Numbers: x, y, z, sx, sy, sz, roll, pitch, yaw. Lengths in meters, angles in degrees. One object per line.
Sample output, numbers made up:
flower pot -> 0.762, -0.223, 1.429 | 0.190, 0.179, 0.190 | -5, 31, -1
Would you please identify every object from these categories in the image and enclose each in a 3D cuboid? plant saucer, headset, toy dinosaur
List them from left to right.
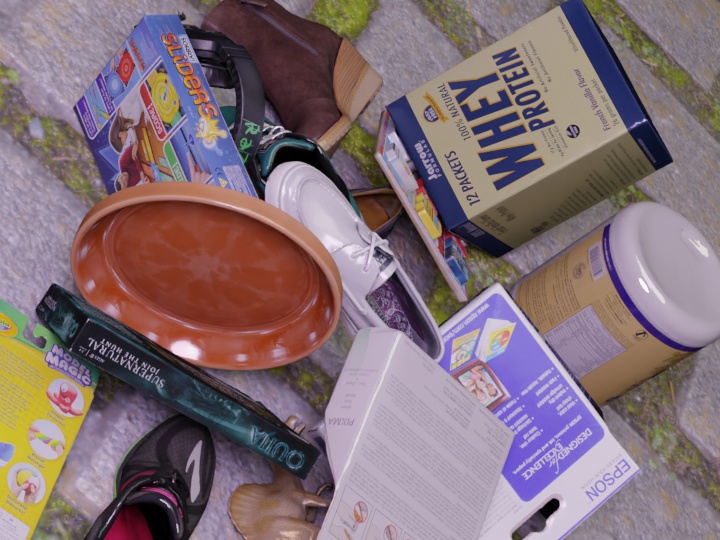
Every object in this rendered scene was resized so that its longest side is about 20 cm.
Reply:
headset -> -0.133, -0.150, 1.325 | 0.094, 0.124, 0.200 | 2, 38, -42
plant saucer -> -0.111, 0.003, 1.160 | 0.200, 0.200, 0.032 | 32, 47, -24
toy dinosaur -> -0.056, 0.201, 1.198 | 0.101, 0.058, 0.200 | 26, 36, -9

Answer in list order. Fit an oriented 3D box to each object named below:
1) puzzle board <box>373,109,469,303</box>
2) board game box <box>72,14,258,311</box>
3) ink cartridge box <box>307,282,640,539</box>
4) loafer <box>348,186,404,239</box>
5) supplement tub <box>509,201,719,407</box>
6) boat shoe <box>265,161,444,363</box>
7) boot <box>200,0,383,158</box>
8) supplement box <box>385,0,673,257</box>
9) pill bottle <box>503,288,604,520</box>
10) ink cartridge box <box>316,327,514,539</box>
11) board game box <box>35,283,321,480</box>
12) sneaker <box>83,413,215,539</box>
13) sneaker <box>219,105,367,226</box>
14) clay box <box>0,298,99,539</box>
puzzle board -> 0.059, -0.064, 1.434 | 0.151, 0.017, 0.200 | 60, 10, -13
board game box -> -0.149, -0.078, 1.235 | 0.034, 0.135, 0.200 | -11, 70, -41
ink cartridge box -> 0.095, 0.148, 1.300 | 0.198, 0.043, 0.200 | -38, 90, -14
loafer -> -0.036, -0.036, 1.367 | 0.200, 0.072, 0.073 | -28, 84, -50
supplement tub -> 0.224, 0.042, 1.465 | 0.145, 0.200, 0.145 | 25, 47, -29
boat shoe -> 0.000, 0.000, 1.213 | 0.072, 0.068, 0.200 | -44, 118, -34
boot -> -0.080, -0.171, 1.448 | 0.166, 0.072, 0.200 | 35, 42, -3
supplement box -> 0.163, -0.127, 1.483 | 0.134, 0.200, 0.200 | 64, 13, 14
pill bottle -> 0.142, 0.123, 1.393 | 0.200, 0.112, 0.112 | 51, 39, -1
ink cartridge box -> 0.027, 0.167, 1.180 | 0.161, 0.050, 0.200 | 43, 60, -36
board game box -> -0.134, 0.080, 1.151 | 0.200, 0.135, 0.028 | 33, 87, -23
sneaker -> -0.141, 0.171, 1.095 | 0.077, 0.084, 0.200 | 43, 38, -14
sneaker -> -0.068, -0.092, 1.312 | 0.071, 0.080, 0.200 | -38, 54, -16
clay box -> -0.256, 0.113, 1.055 | 0.115, 0.048, 0.200 | 37, 40, -18
